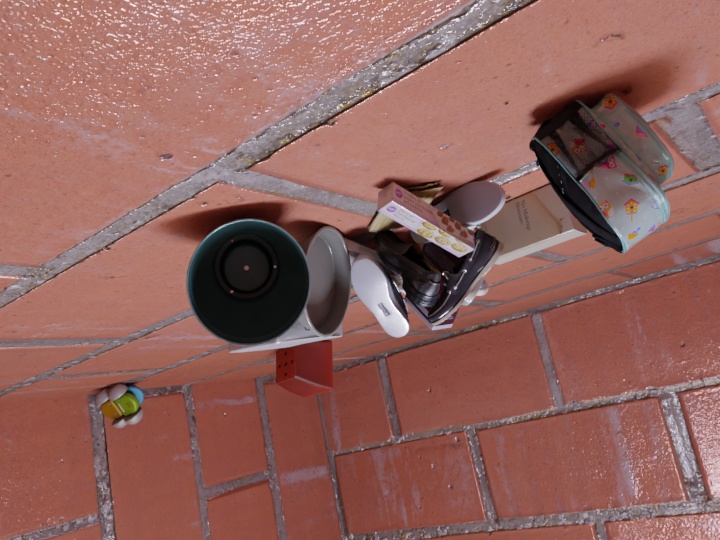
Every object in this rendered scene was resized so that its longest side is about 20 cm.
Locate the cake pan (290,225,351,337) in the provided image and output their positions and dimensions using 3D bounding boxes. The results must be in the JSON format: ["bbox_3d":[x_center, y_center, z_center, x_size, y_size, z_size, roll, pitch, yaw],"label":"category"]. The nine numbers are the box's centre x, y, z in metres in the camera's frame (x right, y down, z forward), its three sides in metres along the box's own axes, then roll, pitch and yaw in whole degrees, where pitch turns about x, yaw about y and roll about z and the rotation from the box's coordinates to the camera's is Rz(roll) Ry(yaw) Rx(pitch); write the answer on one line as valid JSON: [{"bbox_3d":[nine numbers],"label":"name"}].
[{"bbox_3d":[-0.073,0.020,1.191,0.036,0.206,0.199,2,174,24],"label":"cake pan"}]

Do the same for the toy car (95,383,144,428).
[{"bbox_3d":[-0.977,0.539,2.652,0.197,0.178,0.151,-20,-161,29],"label":"toy car"}]

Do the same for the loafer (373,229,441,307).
[{"bbox_3d":[0.093,-0.023,1.213,0.071,0.201,0.073,-3,131,-38],"label":"loafer"}]

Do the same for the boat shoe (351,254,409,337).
[{"bbox_3d":[0.044,0.040,1.291,0.070,0.068,0.202,-22,120,23],"label":"boat shoe"}]

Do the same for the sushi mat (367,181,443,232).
[{"bbox_3d":[0.077,-0.111,1.160,0.093,0.012,0.200,-11,167,-14],"label":"sushi mat"}]

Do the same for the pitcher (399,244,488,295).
[{"bbox_3d":[0.178,0.008,1.433,0.196,0.171,0.124,-4,120,-38],"label":"pitcher"}]

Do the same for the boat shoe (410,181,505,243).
[{"bbox_3d":[0.190,-0.099,1.167,0.200,0.076,0.085,-29,161,38],"label":"boat shoe"}]

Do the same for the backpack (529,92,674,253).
[{"bbox_3d":[0.353,-0.133,0.908,0.151,0.203,0.175,-32,160,14],"label":"backpack"}]

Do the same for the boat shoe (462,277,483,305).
[{"bbox_3d":[0.233,-0.026,1.369,0.071,0.204,0.070,30,151,-11],"label":"boat shoe"}]

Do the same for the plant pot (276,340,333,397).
[{"bbox_3d":[-0.239,0.391,2.616,0.174,0.205,0.198,17,151,-40],"label":"plant pot"}]

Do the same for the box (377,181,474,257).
[{"bbox_3d":[0.114,-0.082,1.080,0.197,0.040,0.041,27,142,-32],"label":"box"}]

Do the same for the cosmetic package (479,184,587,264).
[{"bbox_3d":[0.336,-0.092,1.281,0.197,0.106,0.072,-24,162,38],"label":"cosmetic package"}]

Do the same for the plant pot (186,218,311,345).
[{"bbox_3d":[-0.188,0.006,1.073,0.195,0.206,0.134,-9,-166,-10],"label":"plant pot"}]

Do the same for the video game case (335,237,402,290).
[{"bbox_3d":[0.000,0.000,1.364,0.178,0.023,0.200,22,156,-14],"label":"video game case"}]

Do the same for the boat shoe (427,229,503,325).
[{"bbox_3d":[0.181,0.012,1.195,0.201,0.062,0.073,-52,-171,14],"label":"boat shoe"}]

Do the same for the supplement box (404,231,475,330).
[{"bbox_3d":[0.166,0.004,1.287,0.060,0.109,0.204,-4,125,-35],"label":"supplement box"}]

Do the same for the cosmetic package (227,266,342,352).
[{"bbox_3d":[-0.162,0.069,1.311,0.164,0.171,0.198,-1,170,-39],"label":"cosmetic package"}]
